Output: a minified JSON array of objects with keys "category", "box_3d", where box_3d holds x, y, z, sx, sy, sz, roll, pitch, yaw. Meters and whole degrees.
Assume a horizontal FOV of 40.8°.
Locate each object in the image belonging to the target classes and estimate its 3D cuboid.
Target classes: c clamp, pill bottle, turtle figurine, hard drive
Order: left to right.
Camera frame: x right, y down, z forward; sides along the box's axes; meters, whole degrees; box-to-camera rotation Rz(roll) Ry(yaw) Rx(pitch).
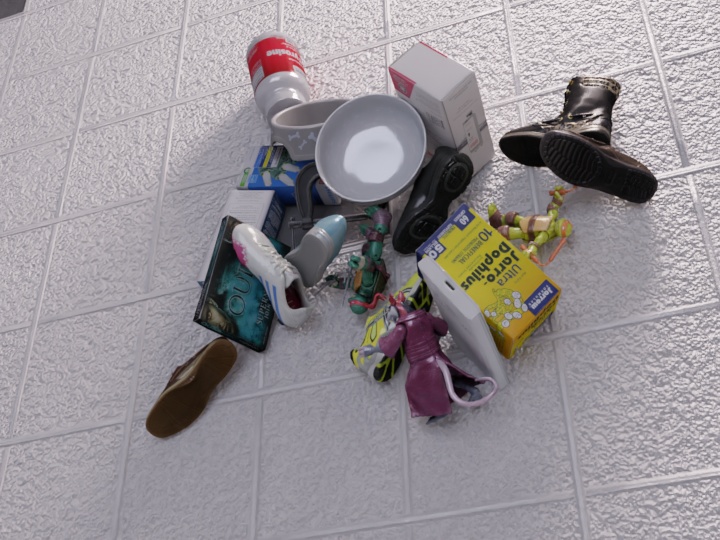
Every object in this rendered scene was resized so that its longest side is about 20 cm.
[{"category":"pill bottle","box_3d":[-0.162,-0.374,1.930,0.111,0.113,0.202,-22,51,7]},{"category":"c clamp","box_3d":[-0.038,-0.114,1.713,0.197,0.027,0.174,-12,85,5]},{"category":"turtle figurine","box_3d":[0.000,0.000,1.609,0.149,0.100,0.202,-35,30,55]},{"category":"hard drive","box_3d":[0.153,0.079,1.414,0.026,0.201,0.132,-36,50,-6]},{"category":"turtle figurine","box_3d":[0.278,-0.075,1.557,0.159,0.065,0.202,5,51,33]}]

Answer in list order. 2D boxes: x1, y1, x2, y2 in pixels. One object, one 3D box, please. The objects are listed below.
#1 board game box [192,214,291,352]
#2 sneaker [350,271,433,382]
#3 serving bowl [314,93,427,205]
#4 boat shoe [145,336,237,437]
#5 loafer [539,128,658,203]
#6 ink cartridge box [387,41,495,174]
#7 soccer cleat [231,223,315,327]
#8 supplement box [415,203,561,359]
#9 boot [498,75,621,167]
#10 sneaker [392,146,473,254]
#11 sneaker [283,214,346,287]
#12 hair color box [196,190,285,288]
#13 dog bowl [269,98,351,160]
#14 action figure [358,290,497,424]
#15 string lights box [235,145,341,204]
[{"category":"board game box","box_3d":[-0.200,0.022,1.651,0.028,0.134,0.203,-25,46,49]},{"category":"sneaker","box_3d":[0.051,0.077,1.543,0.076,0.076,0.201,19,65,32]},{"category":"serving bowl","box_3d":[0.023,-0.199,1.662,0.197,0.066,0.204,-5,70,14]},{"category":"boat shoe","box_3d":[-0.286,0.191,1.626,0.201,0.072,0.072,-52,22,-3]},{"category":"loafer","box_3d":[0.376,-0.169,1.545,0.198,0.074,0.071,26,29,-3]},{"category":"ink cartridge box","box_3d":[0.141,-0.272,1.668,0.083,0.201,0.146,-41,51,-13]},{"category":"soccer cleat","box_3d":[-0.140,-0.002,1.624,0.069,0.086,0.202,-30,86,-40]},{"category":"supplement box","box_3d":[0.190,0.017,1.461,0.109,0.110,0.200,-44,72,-11]},{"category":"boot","box_3d":[0.345,-0.257,1.650,0.198,0.073,0.152,-4,47,38]},{"category":"sneaker","box_3d":[0.115,-0.119,1.635,0.201,0.075,0.091,-56,32,12]},{"category":"sneaker","box_3d":[-0.067,-0.033,1.627,0.082,0.200,0.074,-42,91,-28]},{"category":"hair color box","box_3d":[-0.215,-0.048,1.757,0.098,0.061,0.202,2,58,24]},{"category":"dog bowl","box_3d":[-0.077,-0.265,1.787,0.196,0.060,0.201,-8,24,3]},{"category":"action figure","box_3d":[0.089,0.123,1.424,0.133,0.149,0.202,-26,90,-21]},{"category":"string lights box","box_3d":[-0.123,-0.179,1.809,0.197,0.059,0.104,1,56,23]}]
